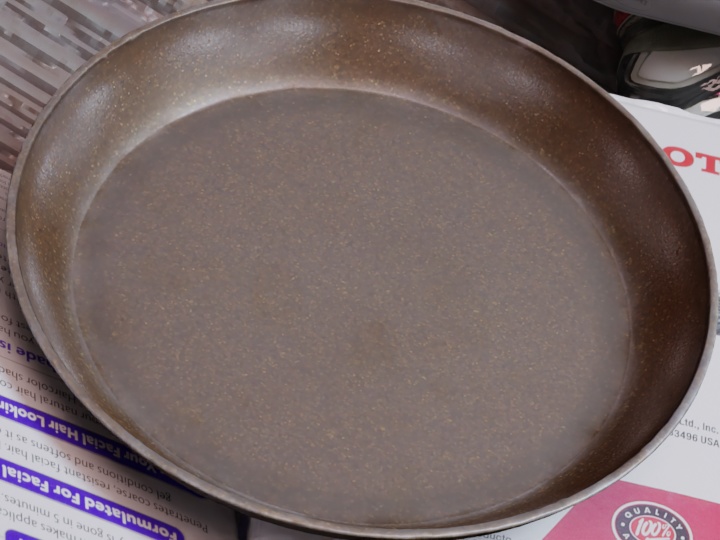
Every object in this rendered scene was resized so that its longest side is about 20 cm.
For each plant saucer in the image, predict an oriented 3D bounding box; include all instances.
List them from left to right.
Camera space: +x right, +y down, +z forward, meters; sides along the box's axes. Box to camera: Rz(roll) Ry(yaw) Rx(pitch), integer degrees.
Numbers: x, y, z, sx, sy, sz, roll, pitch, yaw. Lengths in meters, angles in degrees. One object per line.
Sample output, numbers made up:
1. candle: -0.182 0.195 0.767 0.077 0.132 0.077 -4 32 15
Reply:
1. plant saucer: 0.000 0.000 0.691 0.200 0.032 0.200 6 48 -7

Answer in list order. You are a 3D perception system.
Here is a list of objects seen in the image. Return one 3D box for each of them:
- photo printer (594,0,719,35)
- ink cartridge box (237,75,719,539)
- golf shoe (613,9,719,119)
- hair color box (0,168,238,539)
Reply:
1. photo printer: 0.168 -0.153 0.851 0.200 0.069 0.167 15 74 6
2. ink cartridge box: 0.044 0.038 0.747 0.145 0.084 0.200 13 49 -4
3. golf shoe: 0.188 -0.055 0.907 0.200 0.073 0.092 5 67 -12
4. hair color box: -0.094 0.058 0.665 0.109 0.065 0.200 26 28 -25
